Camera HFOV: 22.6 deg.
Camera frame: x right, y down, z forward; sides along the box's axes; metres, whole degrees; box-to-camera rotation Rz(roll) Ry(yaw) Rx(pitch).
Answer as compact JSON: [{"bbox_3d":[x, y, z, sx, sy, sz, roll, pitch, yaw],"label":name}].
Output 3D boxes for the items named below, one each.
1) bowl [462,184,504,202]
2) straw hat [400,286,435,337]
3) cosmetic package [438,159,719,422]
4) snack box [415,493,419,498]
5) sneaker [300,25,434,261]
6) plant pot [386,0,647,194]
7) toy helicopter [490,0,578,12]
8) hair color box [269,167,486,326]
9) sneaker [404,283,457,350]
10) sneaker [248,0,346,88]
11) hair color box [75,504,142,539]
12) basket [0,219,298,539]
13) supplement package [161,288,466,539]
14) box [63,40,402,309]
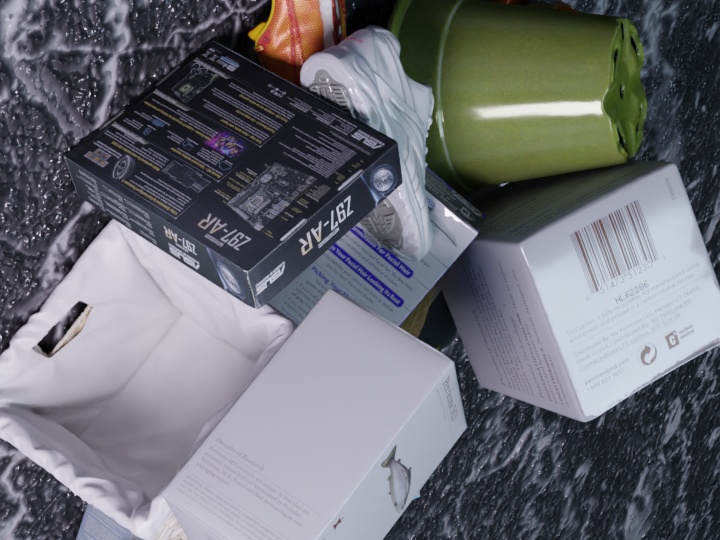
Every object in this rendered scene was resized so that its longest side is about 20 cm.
[{"bbox_3d":[0.141,0.003,1.768,0.200,0.074,0.200,-74,144,-66],"label":"bowl"},{"bbox_3d":[0.004,-0.003,1.650,0.201,0.085,0.202,13,90,-71],"label":"straw hat"},{"bbox_3d":[0.185,0.008,1.567,0.167,0.200,0.167,-27,105,-18],"label":"cosmetic package"},{"bbox_3d":[-0.064,0.200,1.534,0.200,0.037,0.116,-30,141,27],"label":"snack box"},{"bbox_3d":[0.030,-0.101,1.405,0.099,0.078,0.200,-42,130,-32],"label":"sneaker"},{"bbox_3d":[0.141,-0.154,1.554,0.200,0.190,0.201,0,90,-67],"label":"plant pot"},{"bbox_3d":[0.177,-0.197,1.753,0.200,0.079,0.133,0,116,-62],"label":"toy helicopter"},{"bbox_3d":[0.000,0.000,1.509,0.200,0.109,0.065,-50,180,19],"label":"hair color box"},{"bbox_3d":[0.036,0.069,1.776,0.200,0.075,0.106,-45,143,-25],"label":"sneaker"},{"bbox_3d":[-0.047,-0.165,1.427,0.073,0.077,0.201,-58,146,-69],"label":"sneaker"},{"bbox_3d":[-0.196,0.233,1.601,0.099,0.061,0.200,-7,123,-54],"label":"hair color box"},{"bbox_3d":[-0.156,0.102,1.414,0.198,0.200,0.161,-53,154,-12],"label":"basket"},{"bbox_3d":[-0.029,0.137,1.314,0.200,0.117,0.117,-51,155,-19],"label":"supplement package"},{"bbox_3d":[-0.094,-0.076,1.335,0.160,0.200,0.044,-43,145,-26],"label":"box"}]
